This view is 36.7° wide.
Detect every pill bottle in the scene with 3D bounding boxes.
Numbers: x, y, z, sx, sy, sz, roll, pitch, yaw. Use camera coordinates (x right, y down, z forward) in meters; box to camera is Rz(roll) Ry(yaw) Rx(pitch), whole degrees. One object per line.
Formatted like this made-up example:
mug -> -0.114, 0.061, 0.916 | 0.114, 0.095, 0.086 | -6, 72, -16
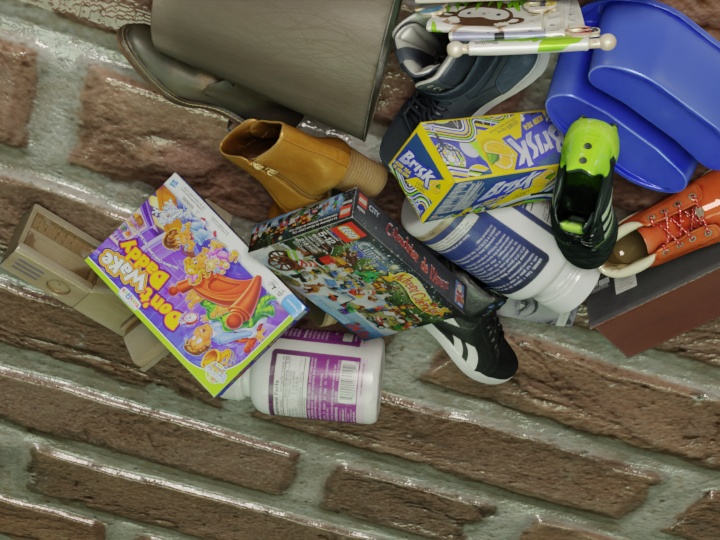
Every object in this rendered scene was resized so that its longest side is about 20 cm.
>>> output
pill bottle -> 0.150, -0.038, 1.126 | 0.200, 0.111, 0.111 | 32, 134, -19
pill bottle -> -0.073, 0.129, 1.363 | 0.200, 0.112, 0.112 | 5, 139, 5

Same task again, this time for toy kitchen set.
toy kitchen set -> -0.282, -0.001, 1.216 | 0.180, 0.163, 0.200 | 34, 133, -26

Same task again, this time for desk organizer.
desk organizer -> 0.350, 0.014, 1.178 | 0.200, 0.072, 0.077 | -30, 129, 30

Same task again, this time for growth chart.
growth chart -> 0.117, -0.215, 0.887 | 0.145, 0.200, 0.018 | -4, 124, 2

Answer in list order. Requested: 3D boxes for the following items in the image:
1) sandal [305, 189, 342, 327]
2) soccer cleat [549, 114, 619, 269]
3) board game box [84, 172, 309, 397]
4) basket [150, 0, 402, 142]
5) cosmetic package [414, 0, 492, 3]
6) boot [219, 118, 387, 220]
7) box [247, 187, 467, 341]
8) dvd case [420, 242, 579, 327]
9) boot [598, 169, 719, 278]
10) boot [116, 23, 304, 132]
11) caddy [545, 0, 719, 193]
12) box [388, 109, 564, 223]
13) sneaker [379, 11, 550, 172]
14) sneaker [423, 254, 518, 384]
sandal -> -0.010, -0.029, 1.220 | 0.070, 0.078, 0.212 | -12, 135, -29
soccer cleat -> 0.202, -0.055, 1.003 | 0.067, 0.081, 0.200 | 14, 147, 19
board game box -> -0.171, 0.016, 1.148 | 0.200, 0.134, 0.045 | 45, 179, 5
basket -> -0.071, -0.222, 0.953 | 0.200, 0.136, 0.180 | 14, 114, 2
cosmetic package -> 0.142, -0.279, 0.870 | 0.200, 0.103, 0.087 | 0, 135, 8
boot -> -0.083, -0.099, 1.095 | 0.144, 0.071, 0.201 | 21, 158, -32
box -> 0.000, 0.000, 1.130 | 0.137, 0.038, 0.200 | -17, 140, 35
dvd case -> 0.164, 0.000, 1.247 | 0.200, 0.016, 0.149 | 9, 138, -1
boot -> 0.328, -0.048, 1.084 | 0.200, 0.107, 0.075 | -32, 84, 35
boot -> -0.128, -0.195, 1.037 | 0.097, 0.075, 0.200 | -28, 139, 36
caddy -> 0.265, -0.163, 0.980 | 0.200, 0.105, 0.141 | 32, 155, -15
box -> 0.128, -0.102, 1.020 | 0.200, 0.070, 0.064 | -11, 154, -39
sneaker -> 0.057, -0.163, 0.992 | 0.202, 0.077, 0.146 | -40, 156, 33
sneaker -> 0.145, 0.057, 1.248 | 0.112, 0.073, 0.200 | -26, 127, 37
